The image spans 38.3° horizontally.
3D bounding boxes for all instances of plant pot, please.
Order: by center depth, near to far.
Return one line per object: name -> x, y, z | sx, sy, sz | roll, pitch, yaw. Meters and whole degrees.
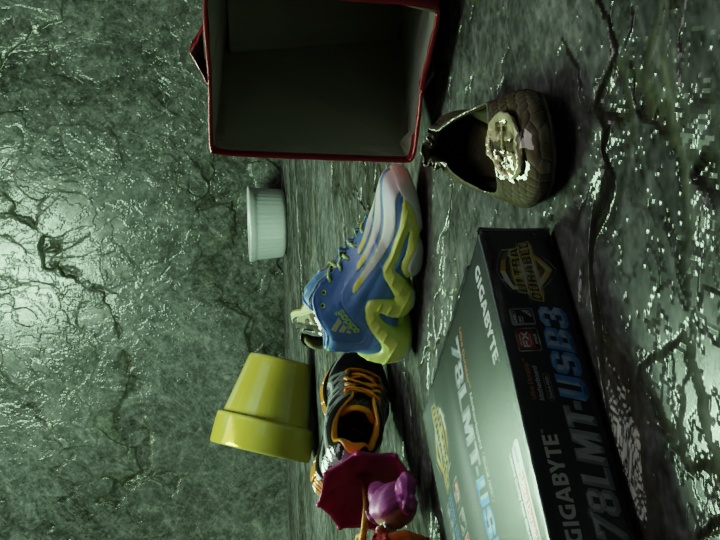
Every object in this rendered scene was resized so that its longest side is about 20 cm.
plant pot -> -0.177, 0.267, 2.051 | 0.201, 0.200, 0.189 | 137, 147, -79

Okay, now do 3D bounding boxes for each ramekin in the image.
ramekin -> -0.249, -0.124, 2.749 | 0.200, 0.098, 0.201 | 178, 90, -83

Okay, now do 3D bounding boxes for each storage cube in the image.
storage cube -> -0.037, -0.215, 0.869 | 0.171, 0.200, 0.180 | 97, 174, -52

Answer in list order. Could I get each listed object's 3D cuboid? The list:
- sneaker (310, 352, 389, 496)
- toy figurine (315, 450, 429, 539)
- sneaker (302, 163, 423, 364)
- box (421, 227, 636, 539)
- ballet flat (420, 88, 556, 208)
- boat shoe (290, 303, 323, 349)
sneaker -> -0.002, 0.147, 1.088 | 0.200, 0.078, 0.077 | -84, 9, -49
toy figurine -> 0.013, 0.249, 0.931 | 0.200, 0.150, 0.184 | -36, 44, 54
sneaker -> 0.000, 0.000, 0.958 | 0.076, 0.105, 0.200 | -109, 19, -65
box -> 0.085, 0.113, 0.589 | 0.199, 0.050, 0.200 | 97, 168, -52
ballet flat -> 0.073, -0.075, 0.629 | 0.200, 0.046, 0.067 | -133, 41, -78
boat shoe -> -0.070, 0.090, 1.600 | 0.200, 0.073, 0.065 | 120, 153, -75
